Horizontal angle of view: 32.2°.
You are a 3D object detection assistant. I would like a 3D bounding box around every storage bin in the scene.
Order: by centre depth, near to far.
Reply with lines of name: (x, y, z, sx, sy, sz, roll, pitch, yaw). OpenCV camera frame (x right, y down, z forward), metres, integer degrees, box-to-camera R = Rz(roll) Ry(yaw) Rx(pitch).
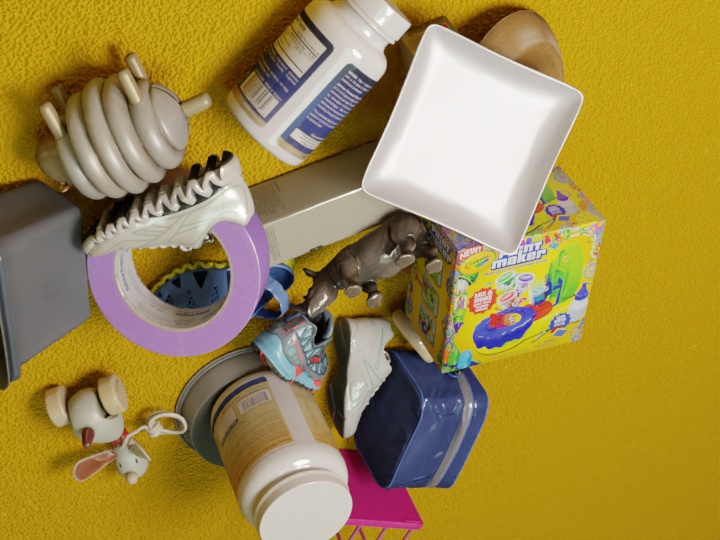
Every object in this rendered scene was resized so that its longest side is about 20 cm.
storage bin: (-0.380, 0.001, 1.362, 0.134, 0.145, 0.202, -32, 141, -38)

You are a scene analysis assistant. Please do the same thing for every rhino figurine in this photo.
rhino figurine: (0.000, 0.000, 1.483, 0.199, 0.088, 0.060, -29, 133, 17)

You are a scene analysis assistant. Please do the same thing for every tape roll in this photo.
tape roll: (-0.204, -0.008, 1.408, 0.197, 0.066, 0.203, 3, 110, 7)

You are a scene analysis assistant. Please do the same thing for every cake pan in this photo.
cake pan: (-0.150, 0.190, 1.683, 0.198, 0.037, 0.202, -14, 131, -16)

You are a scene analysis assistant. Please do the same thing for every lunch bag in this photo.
lunch bag: (0.093, 0.202, 1.745, 0.131, 0.136, 0.202, 4, 124, -30)

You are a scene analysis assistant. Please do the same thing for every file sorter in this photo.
file sorter: (-0.041, 0.349, 1.798, 0.198, 0.140, 0.126, 11, 122, -33)

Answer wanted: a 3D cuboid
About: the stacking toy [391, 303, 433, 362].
stacking toy: (0.139, 0.029, 1.676, 0.200, 0.085, 0.085, -41, 134, 0)

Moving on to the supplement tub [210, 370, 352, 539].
supplement tub: (-0.100, 0.240, 1.584, 0.143, 0.201, 0.146, -13, 131, -15)

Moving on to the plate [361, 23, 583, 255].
plate: (0.123, -0.145, 1.396, 0.198, 0.032, 0.202, 22, 98, -12)

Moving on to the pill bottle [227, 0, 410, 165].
pill bottle: (-0.042, -0.221, 1.351, 0.200, 0.111, 0.111, -45, 132, 13)

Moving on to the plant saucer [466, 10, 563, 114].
plant saucer: (0.185, -0.202, 1.473, 0.199, 0.035, 0.202, -29, 132, -39)

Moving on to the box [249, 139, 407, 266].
box: (-0.049, -0.078, 1.485, 0.198, 0.082, 0.069, -20, 132, -9)

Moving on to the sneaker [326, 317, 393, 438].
sneaker: (0.003, 0.149, 1.704, 0.079, 0.071, 0.202, -8, 129, -24)

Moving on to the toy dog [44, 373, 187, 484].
toy dog: (-0.316, 0.216, 1.573, 0.131, 0.097, 0.200, -30, 134, 21)

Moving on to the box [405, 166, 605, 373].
box: (0.173, -0.002, 1.539, 0.198, 0.122, 0.194, -12, 131, -18)

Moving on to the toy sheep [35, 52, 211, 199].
toy sheep: (-0.248, -0.145, 1.300, 0.198, 0.139, 0.138, -19, 136, 14)

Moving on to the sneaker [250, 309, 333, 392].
sneaker: (-0.063, 0.095, 1.580, 0.095, 0.079, 0.200, -43, 167, 4)

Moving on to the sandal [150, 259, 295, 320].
sandal: (-0.165, 0.034, 1.515, 0.198, 0.087, 0.080, -18, 135, -10)

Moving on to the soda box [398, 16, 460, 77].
soda box: (0.099, -0.191, 1.475, 0.063, 0.068, 0.201, -22, 133, -7)

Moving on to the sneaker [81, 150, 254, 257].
sneaker: (-0.205, -0.051, 1.325, 0.198, 0.075, 0.082, -22, 114, 14)
